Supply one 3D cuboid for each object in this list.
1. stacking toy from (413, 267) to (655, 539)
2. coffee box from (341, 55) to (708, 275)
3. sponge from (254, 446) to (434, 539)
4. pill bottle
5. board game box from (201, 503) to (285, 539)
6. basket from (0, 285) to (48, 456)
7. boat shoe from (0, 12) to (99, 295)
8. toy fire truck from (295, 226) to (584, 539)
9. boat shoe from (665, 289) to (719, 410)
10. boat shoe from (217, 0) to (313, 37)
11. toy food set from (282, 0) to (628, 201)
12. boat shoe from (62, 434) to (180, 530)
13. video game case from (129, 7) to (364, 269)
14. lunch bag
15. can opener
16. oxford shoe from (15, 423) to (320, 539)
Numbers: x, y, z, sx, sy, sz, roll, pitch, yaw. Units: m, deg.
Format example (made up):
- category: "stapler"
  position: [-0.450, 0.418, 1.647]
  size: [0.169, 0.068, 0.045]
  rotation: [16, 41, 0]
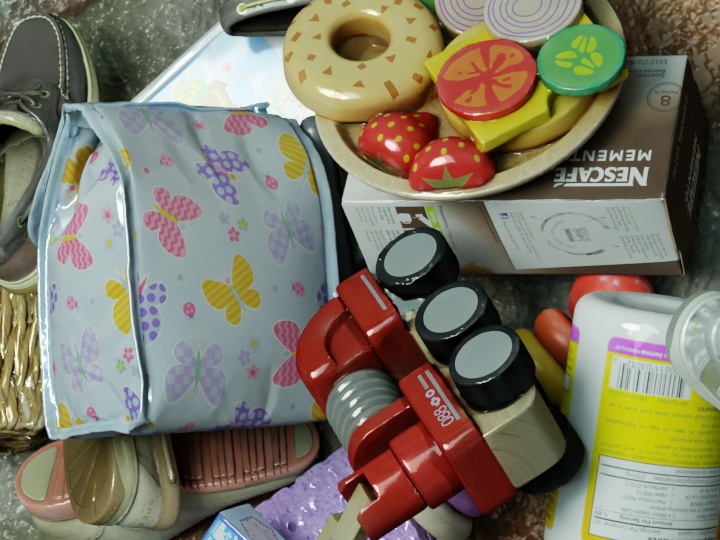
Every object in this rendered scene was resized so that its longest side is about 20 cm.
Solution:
- category: "stacking toy"
  position: [0.099, 0.071, 1.679]
  size: [0.200, 0.085, 0.085]
  rotation: [-44, 64, 7]
- category: "coffee box"
  position: [0.101, -0.063, 1.669]
  size: [0.198, 0.080, 0.115]
  rotation: [1, 54, 19]
- category: "sponge"
  position: [-0.045, 0.203, 1.747]
  size: [0.199, 0.030, 0.112]
  rotation: [-36, 66, 15]
- category: "pill bottle"
  position: [0.163, 0.118, 1.609]
  size: [0.104, 0.104, 0.202]
  rotation: [12, 98, 28]
- category: "board game box"
  position: [-0.061, 0.285, 1.694]
  size: [0.199, 0.041, 0.201]
  rotation: [41, 110, 19]
- category: "basket"
  position: [-0.252, 0.023, 1.871]
  size: [0.141, 0.149, 0.202]
  rotation: [1, 77, -8]
- category: "boat shoe"
  position: [-0.214, -0.086, 1.778]
  size: [0.073, 0.065, 0.201]
  rotation: [-12, 61, 19]
- category: "toy fire truck"
  position: [0.011, 0.104, 1.596]
  size: [0.199, 0.129, 0.176]
  rotation: [-33, 37, -1]
- category: "boat shoe"
  position: [0.259, 0.083, 1.543]
  size: [0.075, 0.202, 0.065]
  rotation: [-52, 18, -6]
- category: "boat shoe"
  position: [0.009, -0.175, 1.754]
  size: [0.199, 0.072, 0.061]
  rotation: [2, 75, 1]
- category: "toy food set"
  position: [0.064, -0.124, 1.645]
  size: [0.197, 0.049, 0.200]
  rotation: [-28, 47, -7]
- category: "boat shoe"
  position: [-0.155, 0.078, 1.752]
  size: [0.071, 0.064, 0.201]
  rotation: [-43, 45, 40]
- category: "video game case"
  position: [-0.075, -0.057, 1.785]
  size: [0.200, 0.022, 0.182]
  rotation: [-41, 79, 5]
- category: "lunch bag"
  position: [-0.107, -0.002, 1.681]
  size: [0.127, 0.169, 0.202]
  rotation: [-7, 86, 49]
- category: "can opener"
  position: [0.000, 0.000, 1.723]
  size: [0.053, 0.067, 0.202]
  rotation: [-10, 93, 3]
- category: "oxford shoe"
  position: [-0.119, 0.136, 1.786]
  size: [0.198, 0.074, 0.071]
  rotation: [-9, 46, 9]
